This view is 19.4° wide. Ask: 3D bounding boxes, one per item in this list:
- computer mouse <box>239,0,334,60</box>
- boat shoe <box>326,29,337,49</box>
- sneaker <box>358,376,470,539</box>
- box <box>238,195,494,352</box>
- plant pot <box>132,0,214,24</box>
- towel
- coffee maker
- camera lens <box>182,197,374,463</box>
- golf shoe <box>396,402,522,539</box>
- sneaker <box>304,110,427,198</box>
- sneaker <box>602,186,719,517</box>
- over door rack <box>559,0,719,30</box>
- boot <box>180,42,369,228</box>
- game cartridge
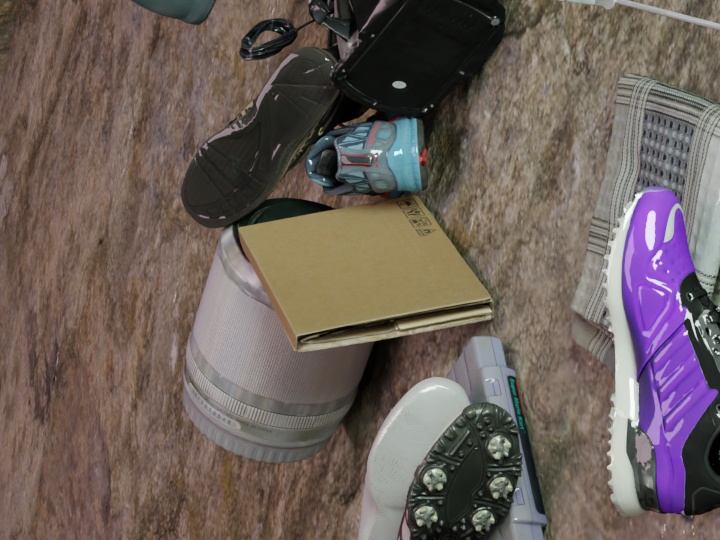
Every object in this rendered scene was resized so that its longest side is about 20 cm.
[{"bbox_3d":[-0.029,-0.211,1.829,0.058,0.199,0.034,28,130,39],"label":"computer mouse"},{"bbox_3d":[-0.008,-0.251,1.928,0.074,0.068,0.201,165,110,-68],"label":"boat shoe"},{"bbox_3d":[0.033,0.153,1.632,0.089,0.075,0.201,-95,19,-58],"label":"sneaker"},{"bbox_3d":[0.000,0.000,1.708,0.200,0.162,0.021,-122,25,-58],"label":"box"},{"bbox_3d":[-0.247,-0.402,2.509,0.200,0.133,0.202,-175,90,-69],"label":"plant pot"},{"bbox_3d":[0.193,-0.020,1.385,0.193,0.034,0.201,-141,59,-65],"label":"towel"},{"bbox_3d":[0.048,-0.257,1.735,0.191,0.135,0.201,-28,48,18],"label":"coffee maker"},{"bbox_3d":[-0.066,0.049,1.868,0.160,0.159,0.201,-112,34,-51],"label":"camera lens"},{"bbox_3d":[0.059,0.172,1.543,0.088,0.077,0.201,-105,29,-59],"label":"golf shoe"},{"bbox_3d":[-0.003,-0.102,1.805,0.200,0.095,0.080,174,92,-81],"label":"sneaker"},{"bbox_3d":[0.204,0.049,1.267,0.099,0.069,0.202,0,93,28],"label":"sneaker"},{"bbox_3d":[0.220,-0.221,1.301,0.200,0.066,0.149,23,107,47],"label":"over door rack"},{"bbox_3d":[-0.061,-0.126,1.832,0.200,0.073,0.151,-51,-8,27],"label":"boot"},{"bbox_3d":[0.093,0.165,1.600,0.130,0.038,0.201,124,146,-45],"label":"game cartridge"}]
